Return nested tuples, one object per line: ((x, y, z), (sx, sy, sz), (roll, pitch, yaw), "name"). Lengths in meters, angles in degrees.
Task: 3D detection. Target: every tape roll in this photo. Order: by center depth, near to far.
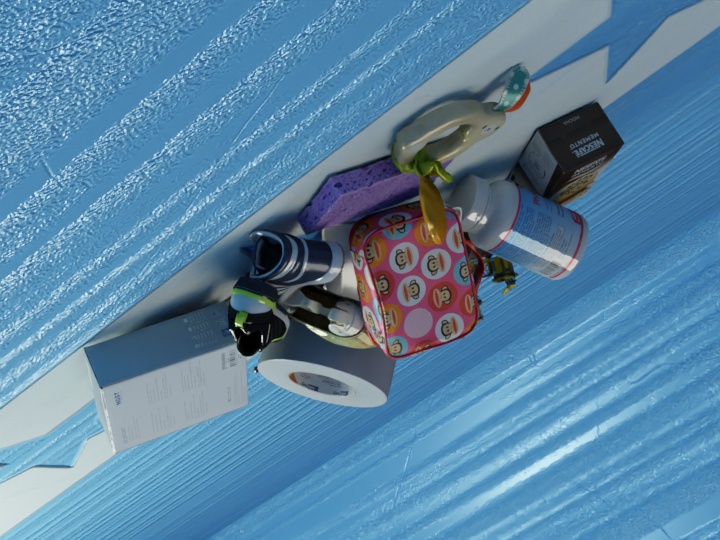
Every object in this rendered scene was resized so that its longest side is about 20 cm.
((-0.050, 0.140, 1.777), (0.200, 0.066, 0.200), (12, 159, 5), "tape roll")

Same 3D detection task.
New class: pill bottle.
((0.232, -0.068, 1.778), (0.200, 0.109, 0.109), (22, 139, -23), "pill bottle")

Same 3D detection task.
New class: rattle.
((0.148, -0.146, 1.451), (0.200, 0.143, 0.130), (-21, 146, -12), "rattle")

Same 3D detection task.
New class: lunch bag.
((0.085, 0.007, 1.616), (0.176, 0.200, 0.082), (-18, -158, -17), "lunch bag")

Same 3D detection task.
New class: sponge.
((0.023, -0.108, 1.540), (0.200, 0.030, 0.112), (-22, 165, -34), "sponge")

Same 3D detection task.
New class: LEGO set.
((0.172, 0.054, 1.964), (0.154, 0.116, 0.200), (-8, 171, -32), "LEGO set")

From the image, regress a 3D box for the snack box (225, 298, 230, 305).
((-0.221, 0.088, 1.740), (0.200, 0.024, 0.072), (-34, 165, 14), "snack box")

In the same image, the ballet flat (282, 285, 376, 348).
((-0.054, 0.055, 1.654), (0.071, 0.200, 0.071), (23, 90, -86), "ballet flat")

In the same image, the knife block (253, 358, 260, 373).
((-0.109, 0.090, 1.936), (0.064, 0.175, 0.200), (-43, -154, 46), "knife block")

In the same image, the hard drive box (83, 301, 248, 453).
((-0.258, 0.145, 1.614), (0.200, 0.077, 0.156), (-18, 142, -19), "hard drive box")

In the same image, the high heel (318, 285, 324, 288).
((0.000, 0.000, 1.774), (0.200, 0.067, 0.096), (-16, 151, -30), "high heel")

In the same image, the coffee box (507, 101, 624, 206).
((0.309, -0.162, 1.826), (0.113, 0.080, 0.200), (-25, 166, -15), "coffee box")

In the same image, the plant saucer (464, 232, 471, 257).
((0.118, -0.007, 1.873), (0.200, 0.032, 0.200), (-57, -163, 28), "plant saucer")

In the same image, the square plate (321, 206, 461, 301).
((0.042, -0.005, 1.699), (0.200, 0.028, 0.198), (-9, 131, -10), "square plate")

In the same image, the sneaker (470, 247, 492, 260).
((0.182, -0.037, 1.956), (0.200, 0.082, 0.077), (-43, -166, 43), "sneaker")

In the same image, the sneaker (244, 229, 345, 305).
((-0.123, -0.002, 1.543), (0.108, 0.070, 0.200), (9, 159, -41), "sneaker")

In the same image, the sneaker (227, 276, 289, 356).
((-0.142, 0.071, 1.529), (0.200, 0.072, 0.083), (75, 32, -71), "sneaker")
